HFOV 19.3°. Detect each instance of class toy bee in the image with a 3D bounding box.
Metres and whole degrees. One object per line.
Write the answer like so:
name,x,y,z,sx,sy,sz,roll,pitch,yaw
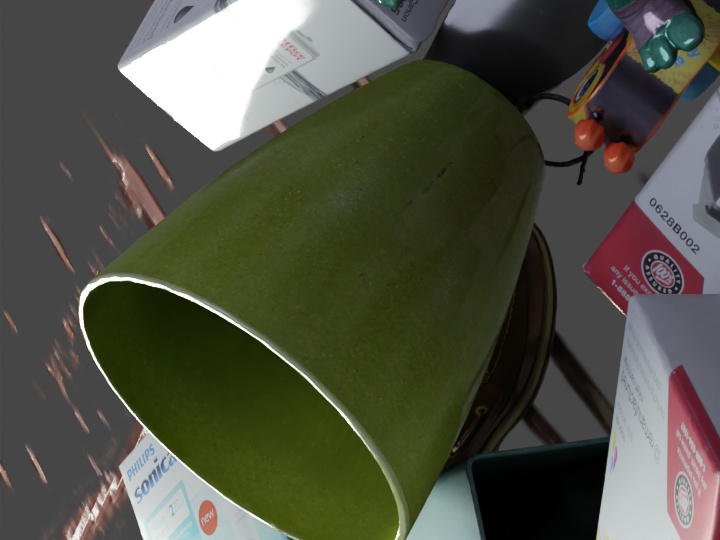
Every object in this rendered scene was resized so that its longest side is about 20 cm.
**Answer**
toy bee,0.141,-0.093,0.981,0.130,0.109,0.201,18,126,5

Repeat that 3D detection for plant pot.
plant pot,0.000,0.000,1.009,0.186,0.200,0.188,30,152,18
plant pot,0.066,0.174,1.077,0.200,0.140,0.143,-25,73,54

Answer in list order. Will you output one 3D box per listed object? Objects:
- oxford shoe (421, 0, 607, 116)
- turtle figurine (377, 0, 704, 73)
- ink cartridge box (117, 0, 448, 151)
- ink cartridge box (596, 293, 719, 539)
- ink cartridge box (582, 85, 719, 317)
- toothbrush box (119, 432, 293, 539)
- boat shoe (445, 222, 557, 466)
oxford shoe,0.077,-0.115,1.102,0.071,0.071,0.200,49,118,5
turtle figurine,0.076,-0.168,0.862,0.150,0.199,0.101,-39,36,40
ink cartridge box,-0.028,-0.168,1.165,0.199,0.083,0.147,-20,37,52
ink cartridge box,0.148,0.128,0.836,0.148,0.085,0.202,-107,20,-64
ink cartridge box,0.208,-0.027,0.886,0.147,0.083,0.201,47,130,17
toothbrush box,-0.053,0.167,1.276,0.146,0.085,0.201,-46,56,44
boat shoe,0.048,0.062,1.146,0.072,0.067,0.201,45,127,41
